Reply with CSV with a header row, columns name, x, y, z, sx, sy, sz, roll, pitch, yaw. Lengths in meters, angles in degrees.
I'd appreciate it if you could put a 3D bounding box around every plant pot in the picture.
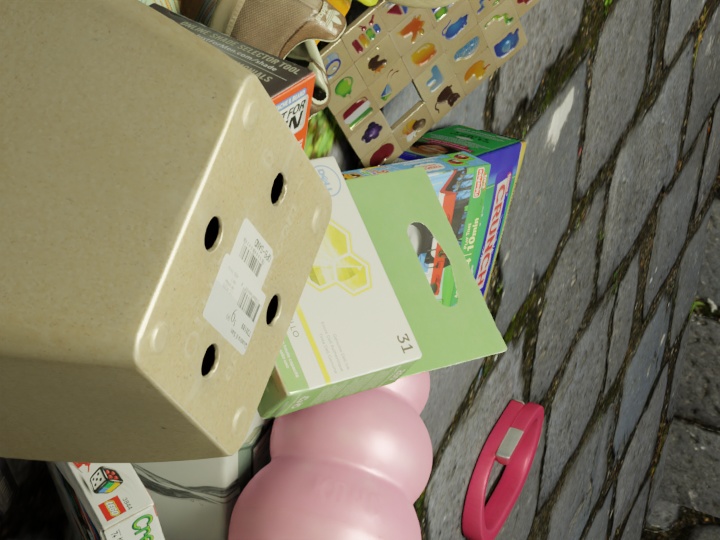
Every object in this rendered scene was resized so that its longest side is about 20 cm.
name,x,y,z,sx,sy,sz,roll,pitch,yaw
plant pot,-0.127,-0.019,0.838,0.200,0.175,0.202,57,50,-62

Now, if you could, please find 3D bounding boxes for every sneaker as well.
name,x,y,z,sx,sy,sz,roll,pitch,yaw
sneaker,-0.059,-0.097,1.111,0.201,0.075,0.071,105,9,-56

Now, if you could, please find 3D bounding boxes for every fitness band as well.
name,x,y,z,sx,sy,sz,roll,pitch,yaw
fitness band,0.173,0.243,2.239,0.200,0.037,0.145,-50,154,-49

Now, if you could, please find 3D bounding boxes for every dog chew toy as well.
name,x,y,z,sx,sy,sz,roll,pitch,yaw
dog chew toy,-0.009,0.127,1.179,0.125,0.123,0.202,67,37,-63

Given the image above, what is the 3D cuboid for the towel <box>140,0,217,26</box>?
name,x,y,z,sx,sy,sz,roll,pitch,yaw
towel,-0.104,-0.177,1.048,0.201,0.021,0.148,75,36,-59

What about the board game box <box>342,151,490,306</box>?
name,x,y,z,sx,sy,sz,roll,pitch,yaw
board game box,0.011,-0.005,1.410,0.199,0.036,0.153,-12,119,-43

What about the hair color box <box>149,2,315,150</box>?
name,x,y,z,sx,sy,sz,roll,pitch,yaw
hair color box,-0.097,-0.031,1.018,0.064,0.110,0.202,-37,144,-50

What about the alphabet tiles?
name,x,y,z,sx,sy,sz,roll,pitch,yaw
alphabet tiles,0.058,-0.174,1.379,0.200,0.008,0.167,-42,149,-4

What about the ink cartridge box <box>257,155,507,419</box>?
name,x,y,z,sx,sy,sz,roll,pitch,yaw
ink cartridge box,0.000,0.000,1.157,0.198,0.147,0.048,-13,162,-34

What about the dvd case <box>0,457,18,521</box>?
name,x,y,z,sx,sy,sz,roll,pitch,yaw
dvd case,-0.243,0.156,0.933,0.149,0.016,0.201,82,29,-55

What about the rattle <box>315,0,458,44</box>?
name,x,y,z,sx,sy,sz,roll,pitch,yaw
rattle,0.046,-0.192,1.192,0.143,0.198,0.131,-53,153,-47

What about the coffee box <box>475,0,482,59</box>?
name,x,y,z,sx,sy,sz,roll,pitch,yaw
coffee box,0.073,-0.274,1.399,0.201,0.079,0.114,79,33,-55

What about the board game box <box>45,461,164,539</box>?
name,x,y,z,sx,sy,sz,roll,pitch,yaw
board game box,-0.143,0.148,1.061,0.034,0.127,0.201,-26,144,-15

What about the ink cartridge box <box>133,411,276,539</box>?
name,x,y,z,sx,sy,sz,roll,pitch,yaw
ink cartridge box,-0.093,0.113,1.235,0.146,0.083,0.202,-50,151,-50

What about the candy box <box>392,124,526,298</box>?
name,x,y,z,sx,sy,sz,roll,pitch,yaw
candy box,0.064,-0.030,1.593,0.200,0.076,0.171,-27,132,-67
